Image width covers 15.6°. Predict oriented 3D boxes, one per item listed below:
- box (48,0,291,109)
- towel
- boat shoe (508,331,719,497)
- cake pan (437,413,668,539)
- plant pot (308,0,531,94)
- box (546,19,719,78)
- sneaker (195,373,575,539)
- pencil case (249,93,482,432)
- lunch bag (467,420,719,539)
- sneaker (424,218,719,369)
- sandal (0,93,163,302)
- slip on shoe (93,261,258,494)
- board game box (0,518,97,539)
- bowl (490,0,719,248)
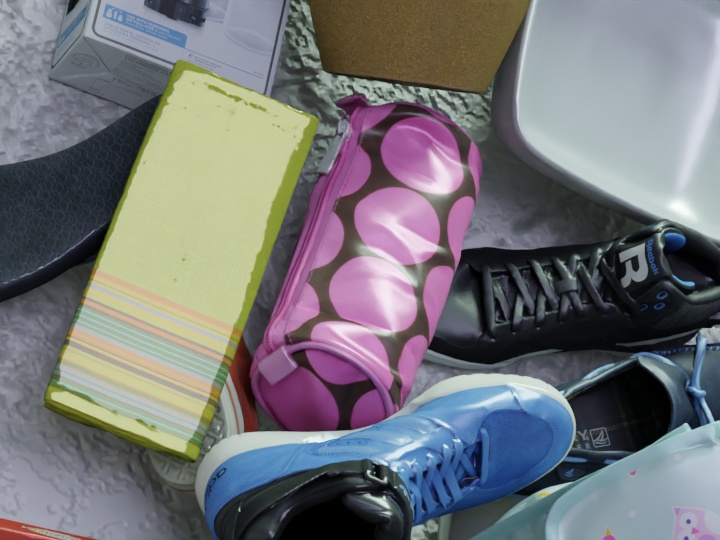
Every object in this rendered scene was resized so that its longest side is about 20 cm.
[{"bbox_3d":[-0.095,-0.187,1.484,0.116,0.060,0.201,21,63,-17],"label":"box"},{"bbox_3d":[-0.092,-0.005,1.359,0.086,0.018,0.201,23,71,-11],"label":"towel"},{"bbox_3d":[0.160,0.085,1.451,0.199,0.069,0.085,-21,80,-30],"label":"boat shoe"},{"bbox_3d":[0.126,0.170,1.465,0.199,0.037,0.202,9,67,-22],"label":"cake pan"},{"bbox_3d":[0.038,-0.203,1.451,0.185,0.186,0.202,7,92,-23],"label":"plant pot"},{"bbox_3d":[0.175,-0.193,1.629,0.199,0.036,0.144,-12,76,-27],"label":"box"},{"bbox_3d":[0.024,0.113,1.307,0.198,0.111,0.077,-8,114,-12],"label":"sneaker"},{"bbox_3d":[0.000,0.000,1.421,0.094,0.090,0.201,46,42,-31],"label":"pencil case"},{"bbox_3d":[0.138,0.183,1.317,0.122,0.199,0.171,-13,77,-52],"label":"lunch bag"},{"bbox_3d":[0.121,0.005,1.483,0.199,0.112,0.074,-1,70,-25],"label":"sneaker"},{"bbox_3d":[-0.157,-0.028,1.389,0.199,0.043,0.076,-23,61,-15],"label":"sandal"},{"bbox_3d":[-0.095,0.030,1.406,0.061,0.074,0.201,38,34,-60],"label":"slip on shoe"},{"bbox_3d":[-0.147,0.207,1.288,0.199,0.040,0.154,14,89,-20],"label":"board game box"},{"bbox_3d":[0.169,-0.124,1.542,0.199,0.075,0.201,24,74,-22],"label":"bowl"}]
